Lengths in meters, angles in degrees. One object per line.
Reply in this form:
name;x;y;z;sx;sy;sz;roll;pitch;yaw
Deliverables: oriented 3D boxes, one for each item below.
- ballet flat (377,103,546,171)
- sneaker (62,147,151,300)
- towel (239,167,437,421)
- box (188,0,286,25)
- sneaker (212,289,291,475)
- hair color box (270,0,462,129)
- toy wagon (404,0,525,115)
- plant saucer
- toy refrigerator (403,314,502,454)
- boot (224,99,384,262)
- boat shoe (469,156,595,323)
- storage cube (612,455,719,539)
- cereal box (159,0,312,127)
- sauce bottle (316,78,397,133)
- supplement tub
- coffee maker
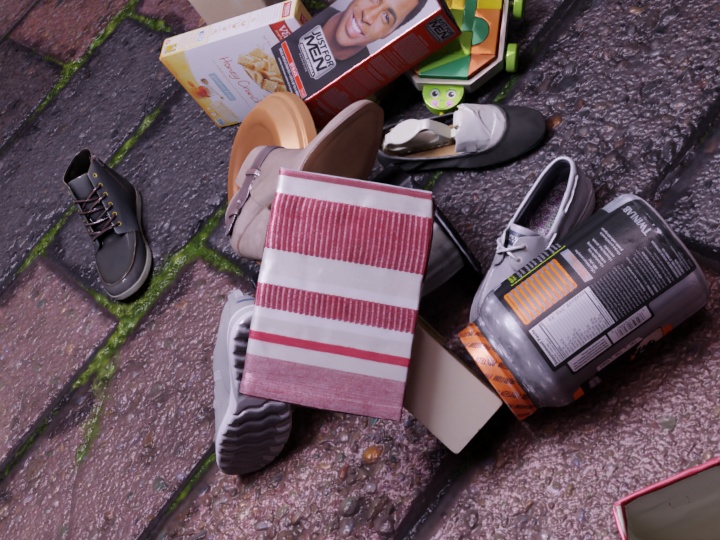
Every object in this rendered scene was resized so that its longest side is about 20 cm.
ballet flat;0.100;-0.145;1.164;0.199;0.068;0.068;-10;70;27
sneaker;-0.327;-0.058;1.344;0.075;0.106;0.201;-29;48;11
towel;-0.018;0.021;0.922;0.143;0.023;0.201;10;89;4
box;-0.150;-0.348;1.377;0.095;0.200;0.078;-14;52;24
sneaker;-0.110;0.112;1.058;0.074;0.201;0.082;-2;29;-23
hair color box;0.004;-0.260;1.209;0.200;0.061;0.102;-32;59;17
toy wagon;0.106;-0.259;1.229;0.154;0.040;0.201;5;74;13
plant saucer;-0.104;-0.102;1.202;0.200;0.037;0.201;-2;88;60
toy refrigerator;0.034;0.069;0.967;0.200;0.076;0.070;42;92;2
boot;-0.068;-0.098;1.069;0.200;0.070;0.146;-56;35;3
boat shoe;0.163;-0.023;1.038;0.072;0.069;0.200;29;76;42
storage cube;0.295;0.227;0.701;0.170;0.180;0.201;-29;49;11
cereal box;-0.130;-0.255;1.337;0.199;0.144;0.040;-10;53;27
sauce bottle;-0.002;-0.219;1.288;0.200;0.066;0.066;-43;46;-7
supplement tub;0.193;0.036;0.941;0.200;0.123;0.123;-36;47;5
coffee maker;0.000;0.000;1.101;0.200;0.135;0.192;-38;9;1
